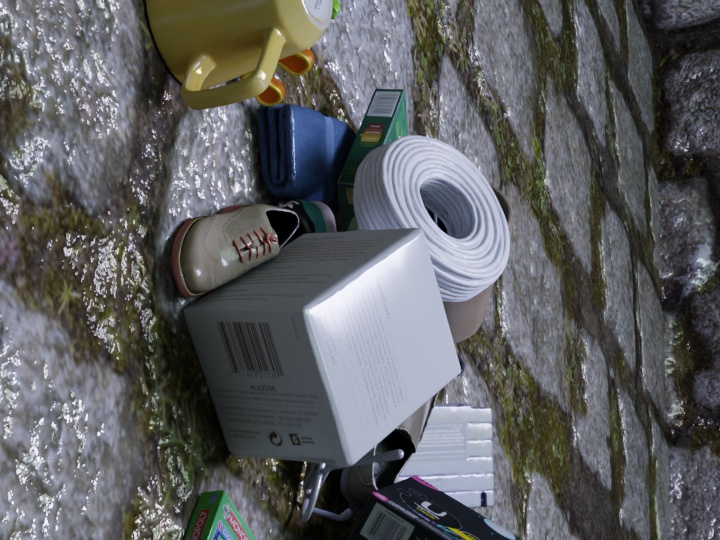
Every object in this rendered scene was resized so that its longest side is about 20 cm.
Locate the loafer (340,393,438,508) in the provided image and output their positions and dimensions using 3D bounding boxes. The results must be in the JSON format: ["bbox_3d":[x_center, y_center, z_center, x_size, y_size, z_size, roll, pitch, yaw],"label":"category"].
[{"bbox_3d":[0.048,0.187,1.539,0.075,0.070,0.201,33,69,-23],"label":"loafer"}]

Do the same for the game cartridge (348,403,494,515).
[{"bbox_3d":[0.075,0.228,1.608,0.199,0.038,0.131,3,78,-30],"label":"game cartridge"}]

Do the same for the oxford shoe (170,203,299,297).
[{"bbox_3d":[-0.124,-0.029,1.314,0.200,0.074,0.071,-49,127,-61],"label":"oxford shoe"}]

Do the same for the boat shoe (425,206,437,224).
[{"bbox_3d":[0.054,-0.053,1.566,0.071,0.072,0.202,22,67,-52],"label":"boat shoe"}]

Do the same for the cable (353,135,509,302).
[{"bbox_3d":[0.079,-0.060,1.465,0.199,0.069,0.201,12,55,-38],"label":"cable"}]

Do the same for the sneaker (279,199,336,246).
[{"bbox_3d":[-0.065,0.022,1.458,0.080,0.071,0.202,-2,84,-56],"label":"sneaker"}]

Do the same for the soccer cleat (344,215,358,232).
[{"bbox_3d":[0.001,0.000,1.536,0.200,0.064,0.084,106,-31,-66],"label":"soccer cleat"}]

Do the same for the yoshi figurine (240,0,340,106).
[{"bbox_3d":[-0.076,-0.273,1.486,0.112,0.112,0.201,85,6,-47],"label":"yoshi figurine"}]

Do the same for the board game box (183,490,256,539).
[{"bbox_3d":[-0.119,0.328,1.262,0.135,0.029,0.201,-74,147,-47],"label":"board game box"}]

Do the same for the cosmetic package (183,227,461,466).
[{"bbox_3d":[-0.034,0.071,1.313,0.200,0.167,0.167,-34,114,-44],"label":"cosmetic package"}]

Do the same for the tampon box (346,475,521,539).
[{"bbox_3d":[0.070,0.324,1.451,0.127,0.149,0.200,-62,165,6],"label":"tampon box"}]

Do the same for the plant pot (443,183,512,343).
[{"bbox_3d":[0.101,-0.003,1.730,0.200,0.199,0.174,-66,157,-52],"label":"plant pot"}]

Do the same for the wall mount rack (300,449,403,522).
[{"bbox_3d":[-0.006,0.179,1.433,0.174,0.074,0.201,119,-14,-50],"label":"wall mount rack"}]

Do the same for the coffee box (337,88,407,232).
[{"bbox_3d":[0.018,-0.118,1.600,0.201,0.044,0.124,-72,162,-45],"label":"coffee box"}]

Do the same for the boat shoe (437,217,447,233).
[{"bbox_3d":[0.104,-0.078,1.629,0.072,0.068,0.200,53,-3,-39],"label":"boat shoe"}]

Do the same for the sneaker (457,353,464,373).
[{"bbox_3d":[0.087,0.151,1.698,0.075,0.115,0.201,-74,147,-44],"label":"sneaker"}]

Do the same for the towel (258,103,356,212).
[{"bbox_3d":[-0.059,-0.129,1.535,0.200,0.048,0.113,8,79,-69],"label":"towel"}]

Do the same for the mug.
[{"bbox_3d":[-0.111,-0.251,1.325,0.149,0.152,0.188,4,79,-67],"label":"mug"}]
